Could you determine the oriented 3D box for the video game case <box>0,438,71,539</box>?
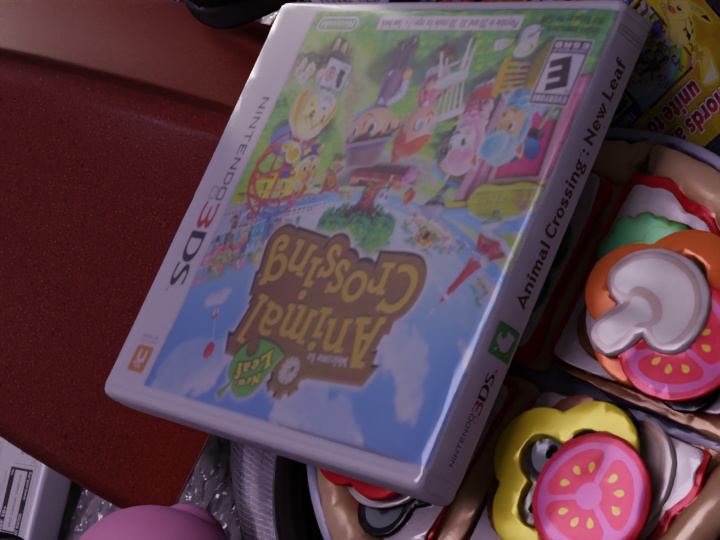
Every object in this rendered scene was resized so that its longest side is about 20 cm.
[{"bbox_3d":[-0.213,0.077,1.085,0.182,0.024,0.201,1,75,50],"label":"video game case"}]

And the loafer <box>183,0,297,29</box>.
[{"bbox_3d":[-0.009,-0.180,0.869,0.199,0.071,0.073,-29,54,14],"label":"loafer"}]

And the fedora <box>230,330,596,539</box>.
[{"bbox_3d":[0.041,0.086,0.739,0.177,0.090,0.200,-51,45,17],"label":"fedora"}]

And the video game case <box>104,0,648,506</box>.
[{"bbox_3d":[-0.002,-0.018,0.700,0.200,0.022,0.183,10,72,51],"label":"video game case"}]

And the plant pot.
[{"bbox_3d":[-0.139,-0.034,0.887,0.200,0.176,0.200,-63,17,16],"label":"plant pot"}]

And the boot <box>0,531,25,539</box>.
[{"bbox_3d":[-0.124,0.192,0.874,0.158,0.079,0.212,-42,52,35],"label":"boot"}]

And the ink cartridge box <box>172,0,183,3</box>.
[{"bbox_3d":[-0.166,-0.092,1.096,0.200,0.084,0.145,2,69,50],"label":"ink cartridge box"}]

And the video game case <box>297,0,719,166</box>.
[{"bbox_3d":[0.063,-0.096,0.721,0.025,0.181,0.200,-35,-7,-30],"label":"video game case"}]

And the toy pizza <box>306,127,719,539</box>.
[{"bbox_3d":[0.060,0.035,0.652,0.200,0.032,0.201,-17,56,28],"label":"toy pizza"}]

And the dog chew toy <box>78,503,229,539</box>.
[{"bbox_3d":[-0.102,0.172,0.702,0.124,0.125,0.200,-18,34,42],"label":"dog chew toy"}]
